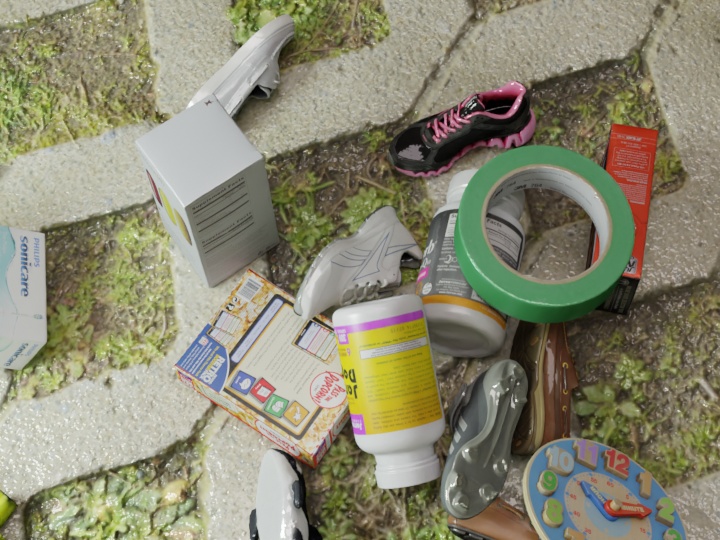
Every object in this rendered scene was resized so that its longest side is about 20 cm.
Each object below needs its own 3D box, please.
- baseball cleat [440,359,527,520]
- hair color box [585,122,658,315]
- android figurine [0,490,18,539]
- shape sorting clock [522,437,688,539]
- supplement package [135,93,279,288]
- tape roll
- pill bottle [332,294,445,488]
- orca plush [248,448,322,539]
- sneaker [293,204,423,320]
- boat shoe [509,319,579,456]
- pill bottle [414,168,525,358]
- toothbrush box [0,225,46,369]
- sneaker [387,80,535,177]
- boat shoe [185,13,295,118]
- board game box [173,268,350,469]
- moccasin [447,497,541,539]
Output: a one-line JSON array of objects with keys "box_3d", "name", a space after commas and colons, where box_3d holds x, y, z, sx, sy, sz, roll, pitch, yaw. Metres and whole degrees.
[{"box_3d": [0.126, 0.192, 1.455, 0.070, 0.106, 0.201, 38, 57, -12], "name": "baseball cleat"}, {"box_3d": [0.309, -0.062, 1.575, 0.060, 0.102, 0.202, 9, 63, 6], "name": "hair color box"}, {"box_3d": [-0.478, 0.311, 1.459, 0.181, 0.041, 0.200, 34, 68, 17], "name": "android figurine"}, {"box_3d": [0.263, 0.258, 1.401, 0.198, 0.039, 0.201, 19, 35, -14], "name": "shape sorting clock"}, {"box_3d": [-0.177, -0.091, 1.556, 0.109, 0.201, 0.114, -33, 66, -14], "name": "supplement package"}, {"box_3d": [0.205, -0.042, 1.479, 0.198, 0.048, 0.203, 1, 64, -3], "name": "tape roll"}, {"box_3d": [0.036, 0.133, 1.459, 0.103, 0.104, 0.203, -11, 90, -3], "name": "pill bottle"}, {"box_3d": [-0.062, 0.287, 1.433, 0.070, 0.106, 0.201, 17, 30, -31], "name": "orca plush"}, {"box_3d": [0.000, 0.000, 1.556, 0.087, 0.075, 0.200, 43, 55, 12], "name": "sneaker"}, {"box_3d": [0.213, 0.121, 1.513, 0.067, 0.072, 0.202, 18, 64, -20], "name": "boat shoe"}, {"box_3d": [0.130, -0.009, 1.549, 0.115, 0.117, 0.202, 11, 64, 8], "name": "pill bottle"}, {"box_3d": [-0.469, 0.021, 1.524, 0.198, 0.085, 0.148, 10, 58, -33], "name": "toothbrush box"}, {"box_3d": [0.126, -0.184, 1.649, 0.198, 0.096, 0.080, -21, 66, -6], "name": "sneaker"}, {"box_3d": [-0.142, -0.250, 1.713, 0.068, 0.072, 0.200, 42, 64, -2], "name": "boat shoe"}, {"box_3d": [-0.093, 0.112, 1.537, 0.199, 0.046, 0.152, 31, 68, 17], "name": "board game box"}, {"box_3d": [0.195, 0.282, 1.429, 0.199, 0.074, 0.078, 18, 73, 22], "name": "moccasin"}]
